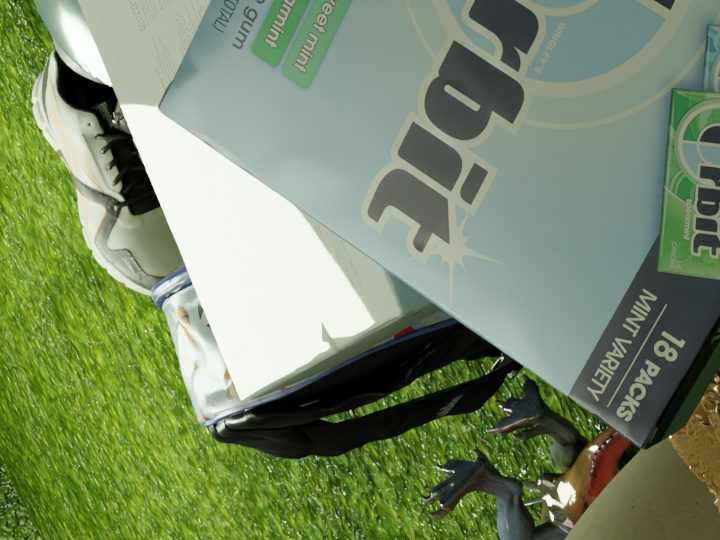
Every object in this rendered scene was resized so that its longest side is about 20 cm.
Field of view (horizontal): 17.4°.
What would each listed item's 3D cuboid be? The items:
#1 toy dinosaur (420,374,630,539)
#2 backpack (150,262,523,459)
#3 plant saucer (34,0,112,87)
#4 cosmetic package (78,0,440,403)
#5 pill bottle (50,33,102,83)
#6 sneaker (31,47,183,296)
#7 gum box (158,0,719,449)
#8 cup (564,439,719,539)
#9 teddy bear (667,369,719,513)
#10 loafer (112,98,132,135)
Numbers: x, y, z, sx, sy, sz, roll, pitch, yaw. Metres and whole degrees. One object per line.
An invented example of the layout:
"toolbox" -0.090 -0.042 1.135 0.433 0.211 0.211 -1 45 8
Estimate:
"toy dinosaur" 0.108 0.150 1.164 0.182 0.105 0.200 48 156 -24
"backpack" 0.000 0.000 1.070 0.155 0.190 0.200 60 163 7
"plant saucer" -0.092 -0.183 1.090 0.201 0.201 0.039 54 -160 25
"cosmetic package" -0.036 -0.064 0.874 0.151 0.051 0.201 -29 82 59
"pill bottle" -0.131 -0.205 1.275 0.106 0.106 0.201 49 157 35
"sneaker" -0.169 -0.072 1.616 0.201 0.073 0.080 58 159 14
"gum box" 0.055 -0.072 0.734 0.200 0.044 0.171 35 111 19
"cup" 0.144 0.172 0.995 0.201 0.143 0.201 52 160 28
"teddy bear" 0.186 0.036 0.840 0.145 0.067 0.200 48 152 14
"loafer" -0.100 -0.165 1.154 0.072 0.063 0.201 -26 -50 -89
